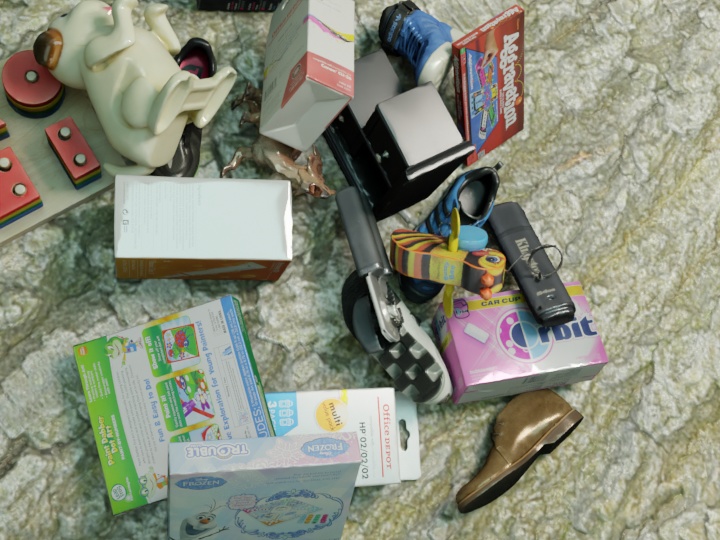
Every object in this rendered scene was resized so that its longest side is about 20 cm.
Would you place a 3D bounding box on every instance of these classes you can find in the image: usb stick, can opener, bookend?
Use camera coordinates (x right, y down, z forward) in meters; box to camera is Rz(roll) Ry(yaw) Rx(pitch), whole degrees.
[{"bbox_3d":[0.210,-0.012,1.274,0.055,0.033,0.200,-10,48,-11],"label":"usb stick"},{"bbox_3d":[0.000,0.000,1.220,0.067,0.053,0.201,-25,68,18],"label":"can opener"},{"bbox_3d":[0.027,-0.183,1.232,0.092,0.200,0.199,-26,86,-17],"label":"bookend"}]

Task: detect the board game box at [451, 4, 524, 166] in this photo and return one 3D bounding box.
[{"bbox_3d":[0.164,-0.229,1.283,0.103,0.200,0.019,-35,55,-17],"label":"board game box"}]

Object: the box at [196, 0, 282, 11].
[{"bbox_3d":[-0.111,-0.408,1.298,0.199,0.106,0.123,-3,78,-13],"label":"box"}]

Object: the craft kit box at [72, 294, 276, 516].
[{"bbox_3d":[-0.208,0.153,1.155,0.197,0.049,0.201,-17,79,2],"label":"craft kit box"}]

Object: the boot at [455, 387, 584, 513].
[{"bbox_3d":[0.181,0.221,1.259,0.200,0.074,0.075,-37,69,-21],"label":"boot"}]

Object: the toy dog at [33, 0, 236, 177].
[{"bbox_3d":[-0.272,-0.224,1.164,0.200,0.194,0.139,41,33,9],"label":"toy dog"}]

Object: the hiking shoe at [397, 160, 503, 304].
[{"bbox_3d":[0.110,-0.052,1.281,0.074,0.087,0.201,30,74,-5],"label":"hiking shoe"}]

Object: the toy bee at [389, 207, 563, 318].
[{"bbox_3d":[0.127,-0.011,1.185,0.199,0.109,0.131,-13,111,17],"label":"toy bee"}]

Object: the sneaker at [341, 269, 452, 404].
[{"bbox_3d":[0.046,0.086,1.254,0.074,0.088,0.200,-37,65,11],"label":"sneaker"}]

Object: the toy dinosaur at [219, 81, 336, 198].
[{"bbox_3d":[-0.093,-0.167,1.268,0.135,0.086,0.201,15,59,-20],"label":"toy dinosaur"}]

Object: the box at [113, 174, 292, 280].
[{"bbox_3d":[-0.187,-0.047,1.195,0.199,0.124,0.098,1,78,-12],"label":"box"}]

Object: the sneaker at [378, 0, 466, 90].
[{"bbox_3d":[0.066,-0.284,1.285,0.111,0.077,0.200,27,29,1],"label":"sneaker"}]

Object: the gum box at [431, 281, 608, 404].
[{"bbox_3d":[0.202,0.088,1.267,0.199,0.066,0.114,-8,64,-13],"label":"gum box"}]

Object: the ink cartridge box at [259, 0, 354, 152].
[{"bbox_3d":[-0.062,-0.259,1.217,0.067,0.116,0.201,19,52,-26],"label":"ink cartridge box"}]

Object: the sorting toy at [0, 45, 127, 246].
[{"bbox_3d":[-0.408,-0.157,1.198,0.200,0.070,0.199,-31,86,-16],"label":"sorting toy"}]

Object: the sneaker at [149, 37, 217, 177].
[{"bbox_3d":[-0.221,-0.195,1.240,0.076,0.084,0.201,9,76,-10],"label":"sneaker"}]

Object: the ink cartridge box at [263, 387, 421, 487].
[{"bbox_3d":[-0.018,0.199,1.209,0.199,0.068,0.116,-2,80,-13],"label":"ink cartridge box"}]

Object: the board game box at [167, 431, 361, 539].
[{"bbox_3d":[-0.111,0.252,1.114,0.199,0.199,0.043,-1,49,-12],"label":"board game box"}]
